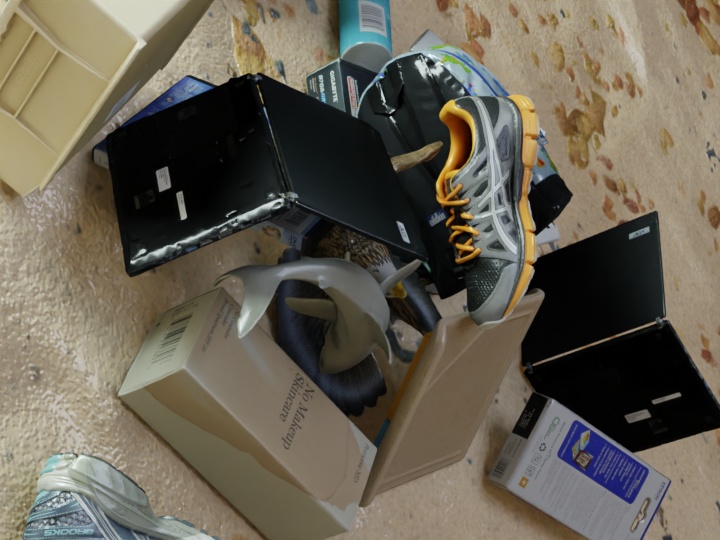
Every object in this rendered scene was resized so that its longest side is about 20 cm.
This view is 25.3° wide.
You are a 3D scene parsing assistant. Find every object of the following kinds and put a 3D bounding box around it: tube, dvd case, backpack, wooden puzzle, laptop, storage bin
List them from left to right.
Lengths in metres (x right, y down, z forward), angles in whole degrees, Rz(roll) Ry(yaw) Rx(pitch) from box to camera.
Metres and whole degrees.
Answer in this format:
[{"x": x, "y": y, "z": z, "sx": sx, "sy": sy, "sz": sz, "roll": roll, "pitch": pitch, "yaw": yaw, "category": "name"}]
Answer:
[{"x": -0.191, "y": -0.180, "z": 1.184, "sx": 0.094, "sy": 0.199, "sz": 0.200, "roll": 40, "pitch": 42, "yaw": -6, "category": "storage bin"}, {"x": -0.093, "y": -0.089, "z": 1.285, "sx": 0.143, "sy": 0.199, "sz": 0.018, "roll": -47, "pitch": 153, "yaw": -47, "category": "dvd case"}, {"x": -0.075, "y": -0.057, "z": 1.212, "sx": 0.178, "sy": 0.199, "sz": 0.104, "roll": -109, "pitch": 175, "yaw": -50, "category": "laptop"}, {"x": 0.003, "y": -0.288, "z": 1.599, "sx": 0.077, "sy": 0.050, "sz": 0.201, "roll": 33, "pitch": 44, "yaw": -42, "category": "tube"}, {"x": 0.075, "y": 0.105, "z": 1.402, "sx": 0.037, "sy": 0.186, "sz": 0.200, "roll": 34, "pitch": 25, "yaw": 22, "category": "wooden puzzle"}, {"x": 0.084, "y": -0.107, "z": 1.450, "sx": 0.200, "sy": 0.163, "sz": 0.154, "roll": 48, "pitch": 35, "yaw": -2, "category": "backpack"}, {"x": 0.262, "y": 0.073, "z": 1.626, "sx": 0.201, "sy": 0.177, "sz": 0.103, "roll": 56, "pitch": 39, "yaw": -13, "category": "laptop"}]

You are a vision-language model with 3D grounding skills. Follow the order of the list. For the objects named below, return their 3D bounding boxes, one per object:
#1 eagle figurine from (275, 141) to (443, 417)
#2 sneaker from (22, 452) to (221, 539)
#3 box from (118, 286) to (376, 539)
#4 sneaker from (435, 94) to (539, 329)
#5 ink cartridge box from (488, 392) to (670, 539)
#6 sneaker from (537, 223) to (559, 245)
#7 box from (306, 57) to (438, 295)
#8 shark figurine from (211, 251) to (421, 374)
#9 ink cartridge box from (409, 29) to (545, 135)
[{"x": 0.001, "y": 0.004, "z": 1.364, "sx": 0.151, "sy": 0.151, "sz": 0.201, "roll": -87, "pitch": 174, "yaw": -56, "category": "eagle figurine"}, {"x": -0.158, "y": 0.215, "z": 1.138, "sx": 0.200, "sy": 0.077, "sz": 0.087, "roll": 38, "pitch": 58, "yaw": -24, "category": "sneaker"}, {"x": -0.084, "y": 0.119, "z": 1.257, "sx": 0.200, "sy": 0.077, "sz": 0.095, "roll": 47, "pitch": 41, "yaw": -25, "category": "box"}, {"x": 0.098, "y": -0.051, "z": 1.327, "sx": 0.077, "sy": 0.078, "sz": 0.202, "roll": 8, "pitch": 75, "yaw": -24, "category": "sneaker"}, {"x": 0.218, "y": 0.205, "z": 1.574, "sx": 0.200, "sy": 0.037, "sz": 0.095, "roll": 34, "pitch": 82, "yaw": -32, "category": "ink cartridge box"}, {"x": 0.146, "y": -0.074, "z": 1.602, "sx": 0.200, "sy": 0.073, "sz": 0.113, "roll": -20, "pitch": 97, "yaw": -72, "category": "sneaker"}, {"x": 0.027, "y": -0.086, "z": 1.523, "sx": 0.158, "sy": 0.046, "sz": 0.201, "roll": 13, "pitch": 63, "yaw": -47, "category": "box"}, {"x": -0.011, "y": 0.035, "z": 1.220, "sx": 0.090, "sy": 0.128, "sz": 0.214, "roll": 63, "pitch": 12, "yaw": 27, "category": "shark figurine"}, {"x": 0.129, "y": -0.151, "z": 1.590, "sx": 0.200, "sy": 0.037, "sz": 0.095, "roll": 45, "pitch": -6, "yaw": 7, "category": "ink cartridge box"}]
